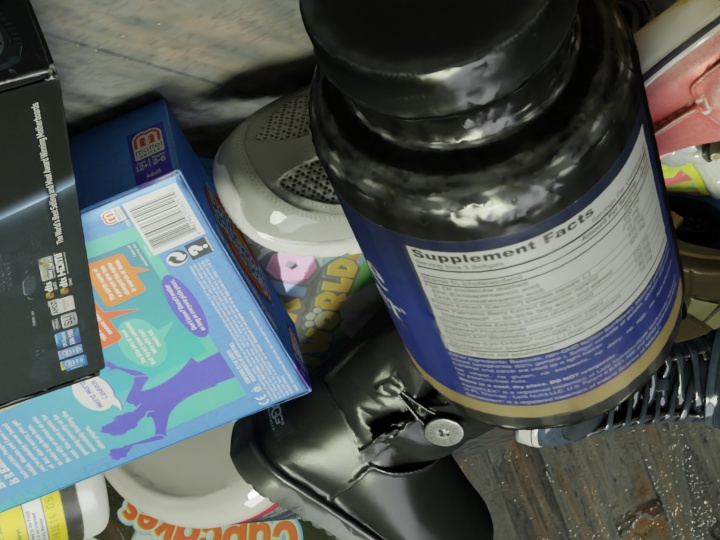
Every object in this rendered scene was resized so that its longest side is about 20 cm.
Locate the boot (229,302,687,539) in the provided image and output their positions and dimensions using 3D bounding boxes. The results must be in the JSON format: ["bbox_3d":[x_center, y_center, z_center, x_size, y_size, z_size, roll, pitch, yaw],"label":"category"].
[{"bbox_3d":[0.065,0.057,0.846,0.200,0.066,0.165,-40,134,24],"label":"boot"}]

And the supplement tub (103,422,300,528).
[{"bbox_3d":[-0.050,0.069,1.033,0.140,0.141,0.200,-24,166,20],"label":"supplement tub"}]

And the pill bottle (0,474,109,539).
[{"bbox_3d":[-0.246,0.121,1.015,0.199,0.113,0.112,-18,169,-17],"label":"pill bottle"}]

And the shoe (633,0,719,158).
[{"bbox_3d":[0.159,-0.066,0.683,0.071,0.091,0.200,-14,161,-48],"label":"shoe"}]

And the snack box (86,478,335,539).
[{"bbox_3d":[-0.100,0.147,1.134,0.199,0.117,0.037,27,157,-12],"label":"snack box"}]

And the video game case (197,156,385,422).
[{"bbox_3d":[-0.039,0.017,0.831,0.199,0.018,0.143,10,132,-27],"label":"video game case"}]

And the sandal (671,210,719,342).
[{"bbox_3d":[0.123,-0.009,0.922,0.199,0.055,0.082,12,148,-31],"label":"sandal"}]

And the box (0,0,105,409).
[{"bbox_3d":[-0.170,-0.003,0.601,0.159,0.044,0.200,-18,153,-14],"label":"box"}]

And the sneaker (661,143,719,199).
[{"bbox_3d":[0.134,-0.073,0.907,0.090,0.079,0.200,-9,171,18],"label":"sneaker"}]

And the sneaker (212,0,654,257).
[{"bbox_3d":[0.030,-0.071,0.746,0.199,0.075,0.082,-24,159,-26],"label":"sneaker"}]

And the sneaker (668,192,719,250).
[{"bbox_3d":[0.112,-0.020,1.013,0.199,0.066,0.078,-5,-173,14],"label":"sneaker"}]

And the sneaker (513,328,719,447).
[{"bbox_3d":[0.178,0.061,1.011,0.146,0.077,0.202,17,-158,26],"label":"sneaker"}]

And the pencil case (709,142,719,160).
[{"bbox_3d":[0.226,-0.118,0.774,0.199,0.090,0.078,-22,-176,8],"label":"pencil case"}]

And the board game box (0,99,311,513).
[{"bbox_3d":[-0.139,0.029,0.764,0.199,0.045,0.152,-22,138,5],"label":"board game box"}]

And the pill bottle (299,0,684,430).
[{"bbox_3d":[0.046,-0.038,0.640,0.111,0.112,0.200,-21,143,3],"label":"pill bottle"}]
